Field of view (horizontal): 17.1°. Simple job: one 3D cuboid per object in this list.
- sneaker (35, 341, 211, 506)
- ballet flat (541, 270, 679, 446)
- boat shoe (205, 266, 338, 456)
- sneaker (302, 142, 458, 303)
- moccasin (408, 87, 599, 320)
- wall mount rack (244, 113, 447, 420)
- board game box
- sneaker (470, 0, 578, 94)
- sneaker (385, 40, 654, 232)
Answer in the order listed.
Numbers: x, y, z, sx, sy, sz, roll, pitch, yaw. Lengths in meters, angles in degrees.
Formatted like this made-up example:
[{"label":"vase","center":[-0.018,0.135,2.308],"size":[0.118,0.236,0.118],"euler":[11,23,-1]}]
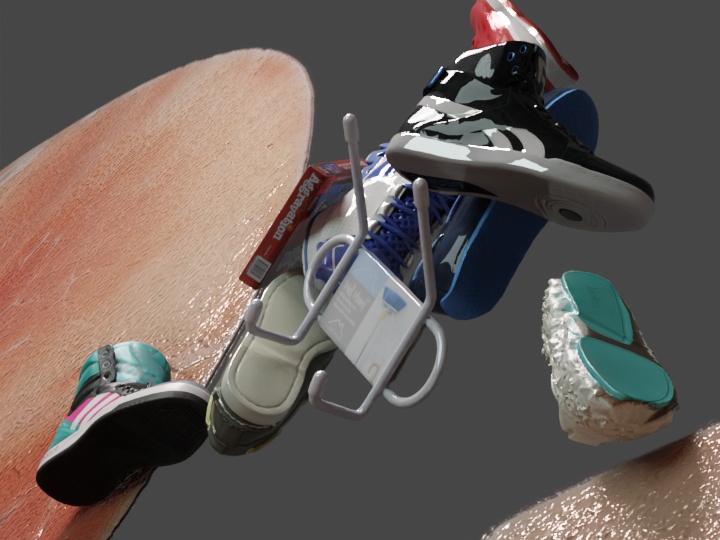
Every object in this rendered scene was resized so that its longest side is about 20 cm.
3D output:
[{"label":"sneaker","center":[-0.172,0.104,1.903],"size":[0.200,0.084,0.121],"euler":[-29,32,41]},{"label":"ballet flat","center":[0.138,0.063,1.375],"size":[0.072,0.072,0.200],"euler":[-39,16,12]},{"label":"boat shoe","center":[-0.059,0.064,1.759],"size":[0.060,0.072,0.202],"euler":[-58,-2,35]},{"label":"sneaker","center":[0.038,-0.053,1.805],"size":[0.115,0.081,0.200],"euler":[-30,20,41]},{"label":"moccasin","center":[0.094,-0.055,1.680],"size":[0.068,0.081,0.200],"euler":[4,47,48]},{"label":"wall mount rack","center":[0.000,0.000,1.650],"size":[0.174,0.074,0.200],"euler":[-60,35,11]},{"label":"board game box","center":[-0.039,-0.039,1.876],"size":[0.103,0.019,0.200],"euler":[-57,-7,10]},{"label":"sneaker","center":[0.095,-0.159,1.936],"size":[0.115,0.078,0.200],"euler":[-41,16,3]},{"label":"sneaker","center":[0.120,-0.099,1.606],"size":[0.200,0.073,0.112],"euler":[15,69,31]}]
